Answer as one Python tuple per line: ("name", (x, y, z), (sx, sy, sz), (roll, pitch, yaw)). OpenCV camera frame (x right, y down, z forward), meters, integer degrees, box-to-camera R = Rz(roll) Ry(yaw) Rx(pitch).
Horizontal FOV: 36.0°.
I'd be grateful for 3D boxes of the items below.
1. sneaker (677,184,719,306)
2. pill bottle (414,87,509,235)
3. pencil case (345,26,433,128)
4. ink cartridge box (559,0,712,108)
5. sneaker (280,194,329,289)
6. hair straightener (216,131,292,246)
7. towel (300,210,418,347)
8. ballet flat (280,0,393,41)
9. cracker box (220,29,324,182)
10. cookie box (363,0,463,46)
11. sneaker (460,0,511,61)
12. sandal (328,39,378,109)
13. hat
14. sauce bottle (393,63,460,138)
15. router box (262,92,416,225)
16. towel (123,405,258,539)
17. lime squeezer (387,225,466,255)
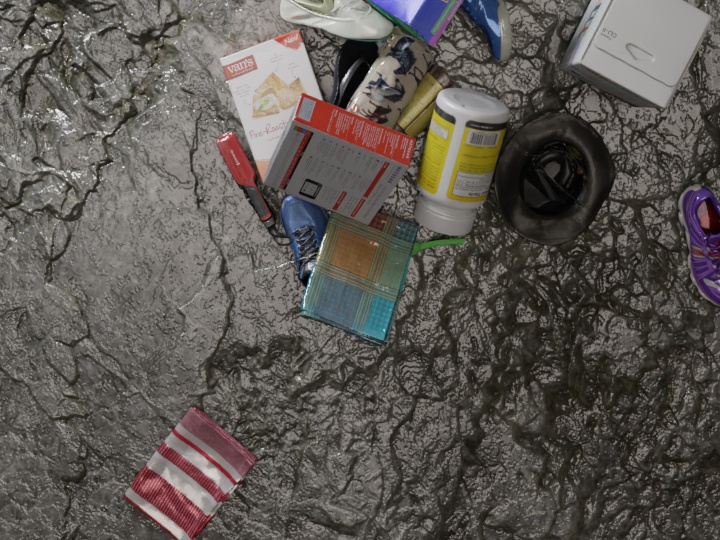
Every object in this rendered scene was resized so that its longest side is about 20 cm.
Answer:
("sneaker", (0.548, -0.034, 1.726), (0.080, 0.083, 0.202), (-22, 99, 5))
("pill bottle", (0.149, -0.164, 1.684), (0.113, 0.115, 0.203), (14, 116, -1))
("pencil case", (0.027, -0.261, 1.655), (0.089, 0.078, 0.201), (38, 76, -25))
("ink cartridge box", (0.398, -0.332, 1.623), (0.144, 0.200, 0.146), (27, 99, -3))
("sneaker", (-0.070, -0.027, 1.741), (0.078, 0.089, 0.202), (-22, 98, 4))
("hair straightener", (-0.161, -0.121, 1.737), (0.041, 0.077, 0.201), (-33, 78, -3))
("towel", (0.000, 0.000, 1.703), (0.145, 0.022, 0.203), (19, 73, -7))
("ballet flat", (-0.043, -0.391, 1.654), (0.198, 0.069, 0.070), (19, 101, 29))
("cracker box", (-0.122, -0.255, 1.722), (0.132, 0.058, 0.203), (-19, 97, 4))
("cookie box", (0.074, -0.452, 1.621), (0.200, 0.075, 0.172), (42, 101, 38))
("sneaker", (0.158, -0.406, 1.678), (0.110, 0.077, 0.203), (-15, 94, -2))
("sandal", (-0.012, -0.268, 1.695), (0.075, 0.043, 0.203), (22, 79, -26))
("hat", (0.290, -0.143, 1.719), (0.197, 0.081, 0.204), (-1, 96, -8))
("sauce bottle", (0.066, -0.231, 1.717), (0.200, 0.065, 0.065), (-43, 96, 7))
("router box", (-0.035, -0.158, 1.622), (0.177, 0.200, 0.049), (21, 63, -10))
("towel", (-0.284, 0.345, 1.842), (0.144, 0.023, 0.201), (39, 98, -4))
("lime squeezer", (0.066, -0.068, 1.757), (0.198, 0.038, 0.071), (30, 99, -2))
